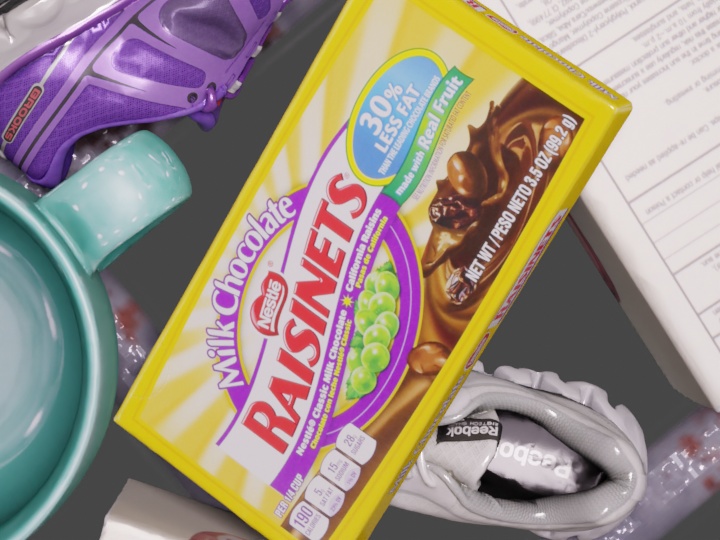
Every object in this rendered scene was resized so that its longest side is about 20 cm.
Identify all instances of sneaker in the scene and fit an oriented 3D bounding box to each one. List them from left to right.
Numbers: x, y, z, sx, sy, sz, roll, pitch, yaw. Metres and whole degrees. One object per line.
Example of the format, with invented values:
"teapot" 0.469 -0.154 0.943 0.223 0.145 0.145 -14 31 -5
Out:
"sneaker" -0.057 -0.101 0.792 0.199 0.081 0.084 -31 106 9
"sneaker" 0.013 0.057 0.783 0.198 0.081 0.076 10 92 0

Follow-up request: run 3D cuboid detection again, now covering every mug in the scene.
"mug" -0.148 0.032 0.760 0.184 0.114 0.153 -4 91 -1

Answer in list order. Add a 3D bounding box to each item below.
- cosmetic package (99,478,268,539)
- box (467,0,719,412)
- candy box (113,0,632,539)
"cosmetic package" -0.013 0.161 0.779 0.199 0.087 0.104 18 92 -1
"box" 0.122 -0.068 0.769 0.127 0.109 0.201 -32 92 0
"candy box" 0.000 0.000 0.729 0.102 0.026 0.201 36 109 16
